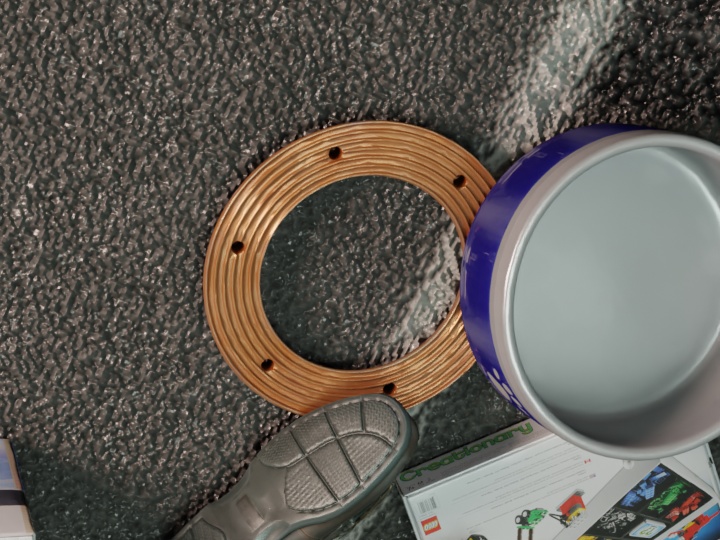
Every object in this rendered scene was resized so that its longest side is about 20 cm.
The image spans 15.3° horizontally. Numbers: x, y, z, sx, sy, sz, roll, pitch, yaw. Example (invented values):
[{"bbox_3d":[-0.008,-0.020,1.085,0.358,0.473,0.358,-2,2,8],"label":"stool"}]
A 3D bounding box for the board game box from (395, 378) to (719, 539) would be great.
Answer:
[{"bbox_3d":[0.134,0.154,1.746,0.199,0.035,0.127,-22,116,-4],"label":"board game box"}]

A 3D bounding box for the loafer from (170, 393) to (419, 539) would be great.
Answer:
[{"bbox_3d":[-0.040,0.149,1.685,0.200,0.072,0.063,-37,148,13],"label":"loafer"}]

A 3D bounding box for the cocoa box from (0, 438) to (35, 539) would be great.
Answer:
[{"bbox_3d":[-0.297,0.189,1.597,0.199,0.131,0.134,-2,113,-13],"label":"cocoa box"}]

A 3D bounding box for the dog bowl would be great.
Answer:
[{"bbox_3d":[0.164,0.011,1.643,0.199,0.079,0.201,-3,100,-19],"label":"dog bowl"}]

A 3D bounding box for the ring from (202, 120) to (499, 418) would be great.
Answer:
[{"bbox_3d":[0.000,0.000,1.655,0.199,0.019,0.201,-6,114,-13],"label":"ring"}]
